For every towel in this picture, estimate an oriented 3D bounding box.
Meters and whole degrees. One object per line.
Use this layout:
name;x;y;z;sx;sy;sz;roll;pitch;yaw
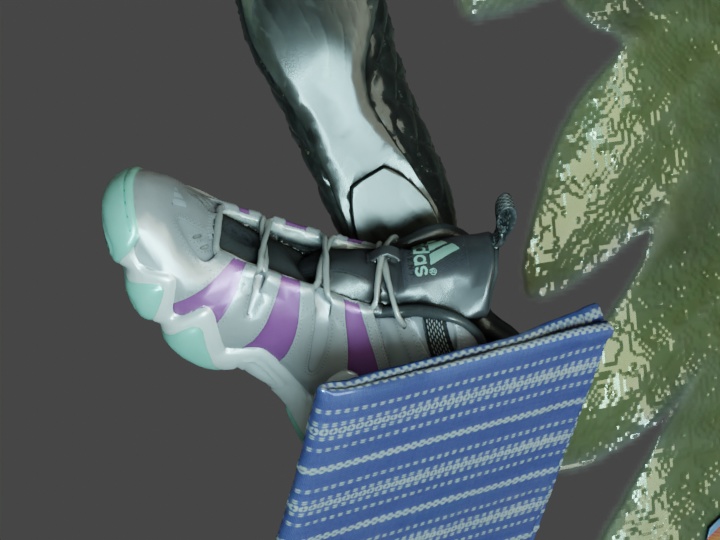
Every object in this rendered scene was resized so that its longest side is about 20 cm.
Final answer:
towel;0.022;0.101;0.975;0.144;0.024;0.201;-14;139;-30

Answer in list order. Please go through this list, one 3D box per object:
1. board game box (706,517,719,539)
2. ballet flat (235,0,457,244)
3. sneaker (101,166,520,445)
board game box;0.265;0.157;1.191;0.200;0.039;0.158;-39;111;-26
ballet flat;-0.012;-0.086;1.011;0.066;0.057;0.201;-19;97;-3
sneaker;0.000;0.000;0.954;0.200;0.140;0.078;41;30;-34
